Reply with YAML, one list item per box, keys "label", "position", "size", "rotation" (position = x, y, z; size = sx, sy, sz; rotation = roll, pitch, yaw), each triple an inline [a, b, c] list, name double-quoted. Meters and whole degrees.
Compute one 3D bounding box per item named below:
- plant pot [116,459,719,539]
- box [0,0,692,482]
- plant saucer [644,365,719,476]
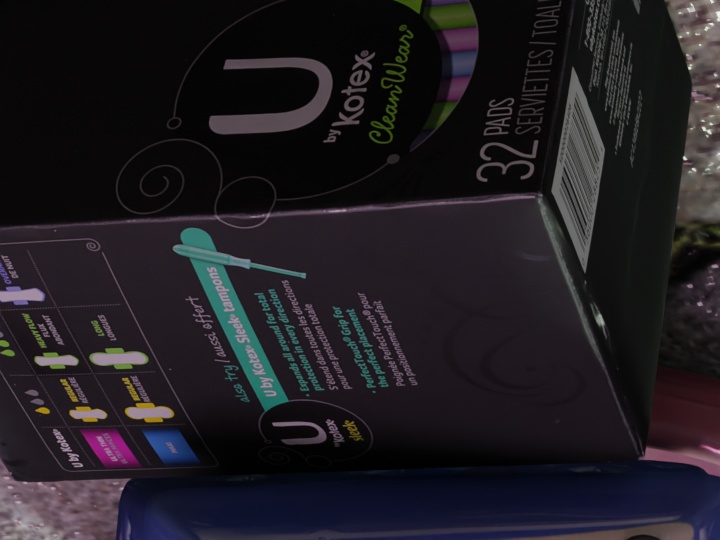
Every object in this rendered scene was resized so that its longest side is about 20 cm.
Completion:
- label: "plant pot"
  position: [0.023, 0.151, 0.898]
  size: [0.199, 0.201, 0.180]
  rotation: [-2, 173, -1]
- label: "box"
  position: [-0.019, -0.033, 0.870]
  size: [0.199, 0.149, 0.125]
  rotation: [-3, 141, 20]
- label: "plant saucer"
  position: [0.099, 0.098, 1.079]
  size: [0.200, 0.051, 0.201]
  rotation: [8, 142, 6]
